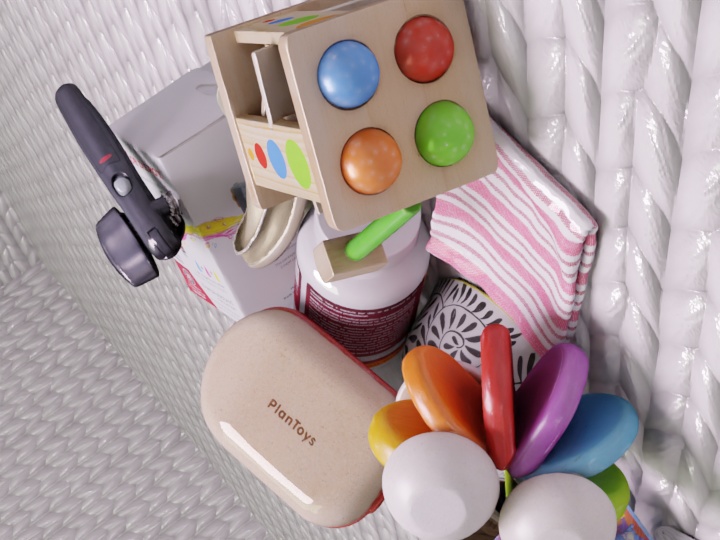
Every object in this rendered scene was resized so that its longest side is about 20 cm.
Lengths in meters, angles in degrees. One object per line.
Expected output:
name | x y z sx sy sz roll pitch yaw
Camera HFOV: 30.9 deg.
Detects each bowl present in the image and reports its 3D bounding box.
bowl | 0.094 0.115 1.124 0.201 0.094 0.201 48 163 19

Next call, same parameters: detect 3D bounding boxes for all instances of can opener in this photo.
can opener | -0.216 -0.085 1.140 0.200 0.078 0.063 60 171 17

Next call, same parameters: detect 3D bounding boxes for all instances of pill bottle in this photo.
pill bottle | 0.000 0.000 1.112 0.113 0.113 0.200 48 159 18

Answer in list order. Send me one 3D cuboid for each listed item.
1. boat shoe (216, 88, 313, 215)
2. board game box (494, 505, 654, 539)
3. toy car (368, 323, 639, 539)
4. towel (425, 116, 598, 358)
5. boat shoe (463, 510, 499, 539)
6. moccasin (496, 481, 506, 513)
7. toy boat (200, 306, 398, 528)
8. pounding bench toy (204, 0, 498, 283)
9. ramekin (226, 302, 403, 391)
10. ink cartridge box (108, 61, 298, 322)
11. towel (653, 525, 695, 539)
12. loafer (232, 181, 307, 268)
boat shoe | -0.053 -0.113 1.131 0.200 0.071 0.063 49 -154 -31
board game box | 0.182 0.282 1.029 0.200 0.158 0.039 54 -161 -5
toy car | 0.113 0.115 0.951 0.199 0.150 0.175 19 -157 -3
towel | 0.103 -0.026 0.934 0.146 0.030 0.200 46 161 23
boat shoe | 0.096 0.233 1.162 0.200 0.072 0.065 46 -172 -24
moccasin | 0.138 0.198 1.215 0.201 0.078 0.074 33 139 38
toy boat | -0.036 0.120 1.109 0.200 0.131 0.131 39 -169 20
pounding bench toy | 0.006 -0.076 0.860 0.156 0.124 0.201 21 130 61
ramekin | -0.042 0.094 1.260 0.200 0.200 0.105 41 162 37
ink cartridge box | -0.120 -0.078 1.235 0.145 0.144 0.201 28 148 55
towel | 0.309 0.298 1.025 0.147 0.024 0.200 25 148 60
loafer | -0.070 -0.090 1.064 0.076 0.068 0.200 -96 27 -54
